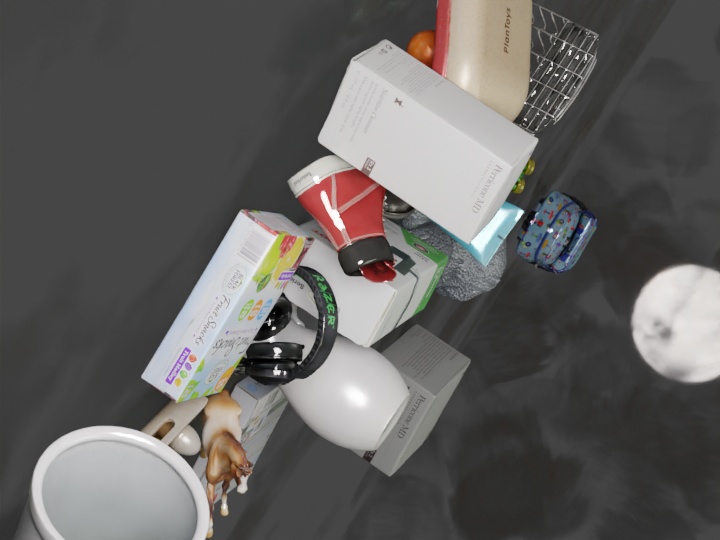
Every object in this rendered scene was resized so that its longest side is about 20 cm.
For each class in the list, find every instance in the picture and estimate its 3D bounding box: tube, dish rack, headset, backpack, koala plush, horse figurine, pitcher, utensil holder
[{"bbox_3d":[0.086,-0.093,1.758,0.078,0.200,0.050,-56,168,8],"label":"tube"},{"bbox_3d":[0.170,-0.241,1.726,0.154,0.200,0.055,-57,153,-3],"label":"dish rack"},{"bbox_3d":[-0.094,0.073,1.681,0.200,0.124,0.094,-30,156,34],"label":"headset"},{"bbox_3d":[0.430,-0.085,3.371,0.183,0.134,0.200,-59,166,6],"label":"backpack"},{"bbox_3d":[0.090,-0.038,2.050,0.178,0.184,0.200,-60,156,16],"label":"koala plush"},{"bbox_3d":[-0.154,0.197,1.688,0.200,0.050,0.133,-98,-164,-54],"label":"horse figurine"},{"bbox_3d":[-0.031,0.114,1.838,0.172,0.200,0.121,-48,166,-41],"label":"pitcher"},{"bbox_3d":[-0.253,0.277,1.450,0.170,0.170,0.200,-42,164,-50],"label":"utensil holder"}]

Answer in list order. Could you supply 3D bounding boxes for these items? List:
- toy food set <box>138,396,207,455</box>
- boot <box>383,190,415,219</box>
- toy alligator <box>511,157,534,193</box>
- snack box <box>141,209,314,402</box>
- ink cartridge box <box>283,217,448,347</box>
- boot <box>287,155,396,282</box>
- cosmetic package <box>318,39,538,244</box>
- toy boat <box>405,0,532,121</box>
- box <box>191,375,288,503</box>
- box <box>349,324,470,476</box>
[{"bbox_3d":[-0.232,0.236,1.683,0.144,0.060,0.200,-47,165,-40],"label":"toy food set"},{"bbox_3d":[0.074,-0.174,1.863,0.200,0.069,0.175,-50,162,-46],"label":"boot"},{"bbox_3d":[0.246,-0.154,2.629,0.201,0.059,0.054,-63,-153,30],"label":"toy alligator"},{"bbox_3d":[-0.134,0.036,1.565,0.201,0.053,0.142,-58,168,7],"label":"snack box"},{"bbox_3d":[0.000,0.000,1.789,0.083,0.146,0.200,-62,168,21],"label":"ink cartridge box"},{"bbox_3d":[0.010,-0.059,1.645,0.072,0.145,0.200,-33,178,28],"label":"boot"},{"bbox_3d":[0.069,-0.134,1.571,0.081,0.200,0.113,-40,160,-51],"label":"cosmetic package"},{"bbox_3d":[0.106,-0.242,1.658,0.130,0.130,0.201,19,70,-47],"label":"toy boat"},{"bbox_3d":[-0.155,0.213,1.993,0.201,0.041,0.156,-63,167,24],"label":"box"},{"bbox_3d":[0.080,0.237,2.797,0.200,0.130,0.200,-63,167,25],"label":"box"}]
